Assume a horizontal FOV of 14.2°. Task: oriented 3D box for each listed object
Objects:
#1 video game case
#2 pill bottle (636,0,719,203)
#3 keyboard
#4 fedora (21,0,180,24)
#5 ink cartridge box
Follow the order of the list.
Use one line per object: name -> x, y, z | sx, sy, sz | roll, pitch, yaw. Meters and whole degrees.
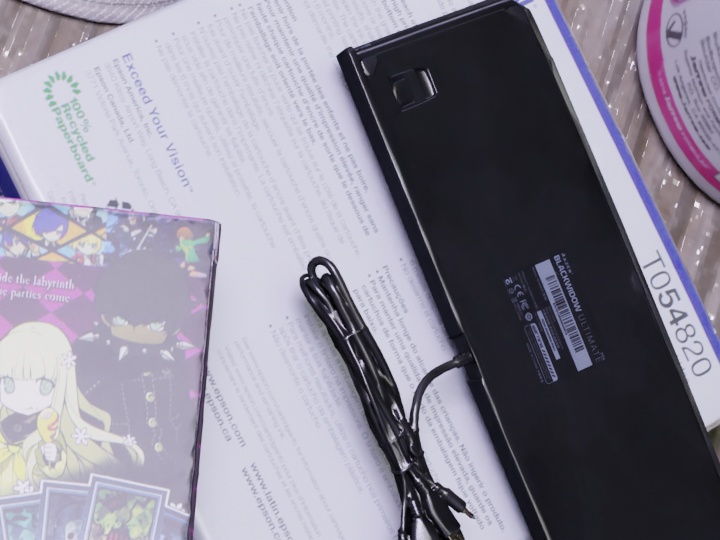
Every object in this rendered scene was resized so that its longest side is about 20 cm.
video game case -> -0.144, 0.065, 0.789 | 0.199, 0.036, 0.182 | 5, 75, -7
pill bottle -> 0.183, -0.090, 0.919 | 0.113, 0.200, 0.114 | 7, 74, -24
keyboard -> 0.039, 0.023, 0.880 | 0.127, 0.021, 0.201 | -22, 88, -35
fedora -> -0.065, -0.185, 0.886 | 0.176, 0.090, 0.201 | 24, 68, -18
ink cartridge box -> 0.000, 0.000, 0.899 | 0.200, 0.041, 0.200 | -26, 91, -29
